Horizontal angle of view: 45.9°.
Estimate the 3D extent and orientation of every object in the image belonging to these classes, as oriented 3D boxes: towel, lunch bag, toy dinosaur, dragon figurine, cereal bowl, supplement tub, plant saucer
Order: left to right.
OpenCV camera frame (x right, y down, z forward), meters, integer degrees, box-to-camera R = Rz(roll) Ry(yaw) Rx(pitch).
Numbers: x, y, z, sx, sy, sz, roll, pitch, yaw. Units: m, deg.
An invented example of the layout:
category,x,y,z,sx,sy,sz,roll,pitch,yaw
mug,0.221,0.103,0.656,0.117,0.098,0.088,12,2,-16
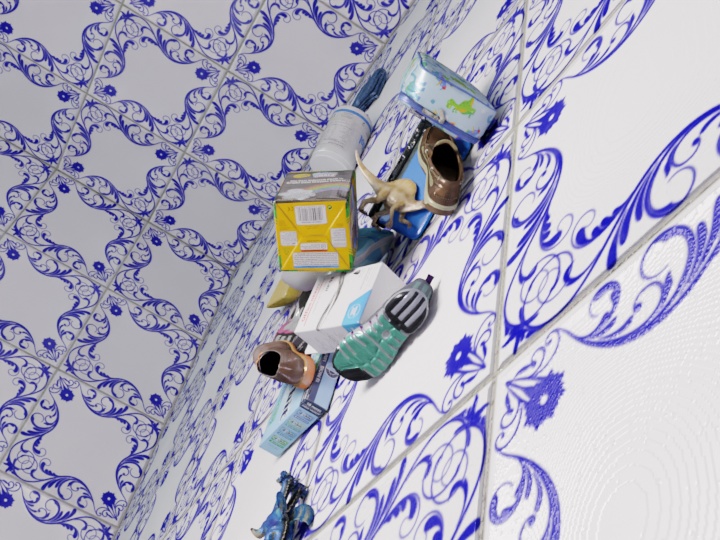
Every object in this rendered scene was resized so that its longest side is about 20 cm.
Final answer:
category,x,y,z,sx,sy,sz,roll,pitch,yaw
dragon figurine,-0.105,0.350,1.193,0.100,0.058,0.200,-60,11,1
plant saucer,-0.167,0.010,2.264,0.202,0.048,0.200,-65,13,-18
cereal bowl,-0.068,-0.035,1.712,0.201,0.083,0.200,-50,-5,-6
supplement tub,-0.054,-0.367,2.480,0.132,0.131,0.202,-38,25,60
towel,0.029,-0.602,2.881,0.113,0.048,0.200,-65,12,-20
toy dinosaur,0.046,-0.124,1.460,0.101,0.199,0.058,-50,-33,-11
lunch bag,0.144,-0.285,1.411,0.083,0.160,0.200,-58,10,19

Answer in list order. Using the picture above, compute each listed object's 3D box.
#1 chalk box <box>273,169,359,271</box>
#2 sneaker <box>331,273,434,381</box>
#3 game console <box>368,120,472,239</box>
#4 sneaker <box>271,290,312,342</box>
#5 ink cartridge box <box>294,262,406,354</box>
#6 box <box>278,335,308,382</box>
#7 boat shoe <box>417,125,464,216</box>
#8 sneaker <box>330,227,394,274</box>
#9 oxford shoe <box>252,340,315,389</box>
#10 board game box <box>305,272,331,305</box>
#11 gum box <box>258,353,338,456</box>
category,x,y,z,sx,sy,sz,roll,pitch,yaw
chalk box,-0.068,-0.093,1.428,0.200,0.123,0.125,-78,-15,-66
sneaker,0.040,0.086,1.235,0.200,0.074,0.088,-43,3,34
game console,0.113,-0.152,1.516,0.201,0.118,0.171,-59,-13,0
sneaker,-0.129,0.131,1.808,0.201,0.080,0.086,-57,-2,-26
ink cartridge box,-0.031,0.066,1.378,0.199,0.067,0.117,-13,46,46
box,-0.092,0.115,1.611,0.143,0.036,0.200,-50,-1,25
boat shoe,0.136,-0.178,1.358,0.204,0.074,0.075,-94,13,-45
sneaker,0.000,0.000,1.541,0.200,0.079,0.132,-30,-55,-57
oxford shoe,-0.151,0.153,1.473,0.199,0.072,0.072,4,78,60
board game box,-0.035,0.001,1.656,0.105,0.023,0.200,-52,-4,29
gum box,-0.099,0.215,1.515,0.200,0.044,0.171,-50,15,44
